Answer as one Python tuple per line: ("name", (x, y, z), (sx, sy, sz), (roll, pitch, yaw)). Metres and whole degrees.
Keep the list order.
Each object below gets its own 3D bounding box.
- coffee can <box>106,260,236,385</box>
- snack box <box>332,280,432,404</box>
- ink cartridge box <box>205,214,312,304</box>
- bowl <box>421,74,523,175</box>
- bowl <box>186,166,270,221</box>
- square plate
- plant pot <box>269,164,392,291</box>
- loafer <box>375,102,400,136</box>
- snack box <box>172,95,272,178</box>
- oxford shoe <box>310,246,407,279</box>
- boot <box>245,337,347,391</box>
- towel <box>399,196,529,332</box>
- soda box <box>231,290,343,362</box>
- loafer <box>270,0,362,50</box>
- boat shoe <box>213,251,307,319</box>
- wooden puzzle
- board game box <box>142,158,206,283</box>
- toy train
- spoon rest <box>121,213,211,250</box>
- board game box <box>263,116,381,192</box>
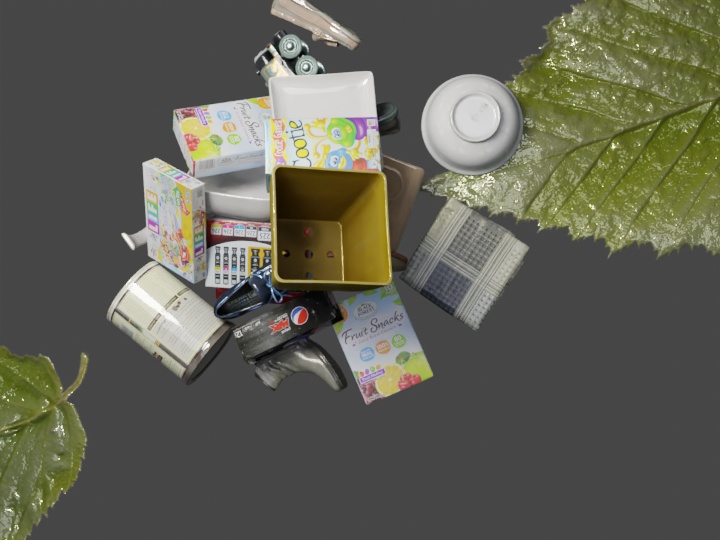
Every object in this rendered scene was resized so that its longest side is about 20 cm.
("coffee can", (-0.360, 0.100, 1.699), (0.200, 0.146, 0.147), (38, 91, 3))
("snack box", (0.037, 0.138, 1.716), (0.141, 0.053, 0.201), (-23, 87, 1))
("ink cartridge box", (-0.191, -0.012, 1.707), (0.198, 0.084, 0.177), (3, 103, 4))
("bowl", (0.218, -0.287, 1.707), (0.199, 0.090, 0.203), (0, 89, 3))
("bowl", (-0.218, -0.164, 1.691), (0.198, 0.200, 0.075), (8, 127, 9))
("square plate", (-0.065, -0.270, 1.655), (0.198, 0.028, 0.200), (-5, 77, -6))
("plant pot", (-0.071, -0.053, 1.546), (0.198, 0.176, 0.202), (2, 75, -17))
("loafer", (-0.015, -0.262, 1.732), (0.199, 0.063, 0.072), (-19, 43, 4))
("snack box", (-0.240, -0.255, 1.683), (0.199, 0.053, 0.143), (-12, 55, -21))
("oxford shoe", (0.000, 0.000, 1.694), (0.199, 0.070, 0.075), (1, 74, -23))
("boot", (-0.129, 0.189, 1.731), (0.131, 0.068, 0.200), (-45, 79, 4))
("towel", (0.204, -0.015, 1.735), (0.192, 0.035, 0.201), (34, 93, 6))
("soda box", (-0.137, 0.102, 1.677), (0.199, 0.063, 0.071), (-26, 78, 10))
("loafer", (-0.087, -0.482, 1.745), (0.200, 0.072, 0.063), (37, 107, 9))
("boat shoe", (-0.180, 0.040, 1.639), (0.200, 0.069, 0.084), (-37, 99, 10))
("wooden puzzle", (0.004, -0.146, 1.717), (0.199, 0.046, 0.186), (20, 111, -1))
("board game box", (-0.343, -0.091, 1.645), (0.134, 0.034, 0.201), (28, 129, 31))
("toy train", (-0.122, -0.368, 1.734), (0.114, 0.085, 0.200), (-39, 87, 11))
("spoon rest", (-0.377, -0.110, 1.758), (0.199, 0.061, 0.100), (-36, 88, -12))
("board game box", (-0.070, -0.204, 1.572), (0.198, 0.103, 0.106), (-3, 77, -5))
